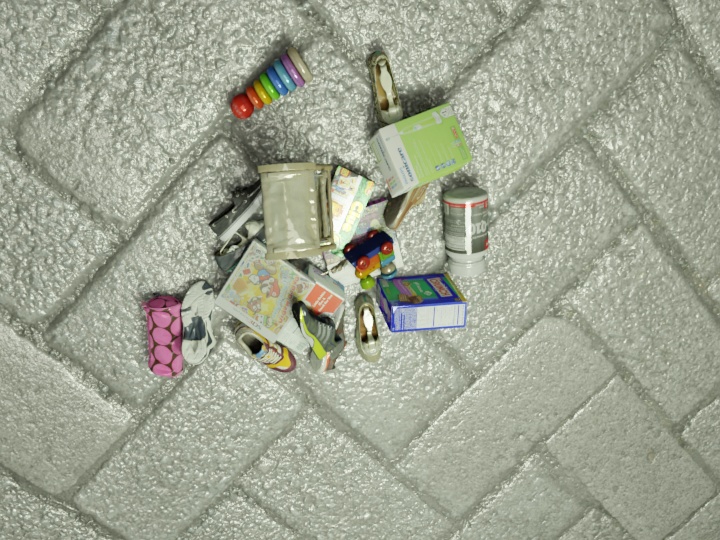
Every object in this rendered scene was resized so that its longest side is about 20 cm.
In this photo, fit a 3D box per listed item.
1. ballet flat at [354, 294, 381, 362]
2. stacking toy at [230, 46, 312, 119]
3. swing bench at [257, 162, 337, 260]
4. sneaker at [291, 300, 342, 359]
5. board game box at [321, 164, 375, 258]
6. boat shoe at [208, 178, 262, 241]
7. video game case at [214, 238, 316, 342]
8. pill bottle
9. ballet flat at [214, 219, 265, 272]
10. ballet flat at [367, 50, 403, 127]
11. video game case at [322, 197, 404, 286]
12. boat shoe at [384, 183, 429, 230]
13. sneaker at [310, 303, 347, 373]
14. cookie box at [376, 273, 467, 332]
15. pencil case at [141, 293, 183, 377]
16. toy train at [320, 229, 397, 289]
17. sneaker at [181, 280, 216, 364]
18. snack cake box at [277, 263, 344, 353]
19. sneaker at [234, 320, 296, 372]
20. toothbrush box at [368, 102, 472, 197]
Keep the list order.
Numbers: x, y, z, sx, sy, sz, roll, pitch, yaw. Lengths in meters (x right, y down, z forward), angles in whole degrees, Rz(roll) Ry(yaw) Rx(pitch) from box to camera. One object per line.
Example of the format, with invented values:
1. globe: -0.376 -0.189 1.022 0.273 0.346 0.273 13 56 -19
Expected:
1. ballet flat: 0.019 0.164 1.770 0.066 0.063 0.205 -13 112 -6
2. stacking toy: -0.206 -0.408 1.511 0.198 0.086 0.086 -35 113 7
3. swing bench: -0.138 -0.137 1.518 0.126 0.200 0.205 -3 97 11
4. sneaker: -0.106 0.132 1.631 0.080 0.074 0.202 -30 139 -4
5. board game box: -0.049 -0.142 1.633 0.103 0.023 0.204 20 102 -17
6. boat shoe: -0.284 -0.161 1.592 0.066 0.070 0.200 39 106 -23
7. video game case: -0.231 0.052 1.623 0.180 0.023 0.201 34 112 -8
8. pill bottle: 0.267 -0.098 1.698 0.111 0.114 0.205 -8 111 -8
9. ballet flat: -0.272 -0.075 1.622 0.198 0.073 0.074 -36 113 5
10. ballet flat: 0.062 -0.406 1.566 0.066 0.075 0.204 -18 112 -5
11. video game case: -0.003 -0.066 1.696 0.196 0.036 0.185 -19 112 -4
12. boat shoe: 0.127 -0.186 1.645 0.071 0.075 0.203 29 87 -30
13. sneaker: -0.071 0.171 1.763 0.081 0.077 0.204 4 112 -41
14. cookie box: 0.153 0.079 1.709 0.195 0.172 0.077 -3 114 -11
15. pencil case: -0.484 0.164 1.654 0.092 0.091 0.205 -7 113 -23
16. toy train: 0.000 0.000 1.645 0.198 0.085 0.117 -31 128 -14
17. sneaker: -0.400 0.138 1.672 0.077 0.130 0.204 -2 73 -9
18. snack cake box: -0.140 0.098 1.691 0.114 0.068 0.201 32 113 -19
19. sneaker: -0.243 0.209 1.717 0.199 0.090 0.075 38 99 -21
20. toothbrush box: 0.141 -0.281 1.570 0.197 0.086 0.148 -24 89 -21
